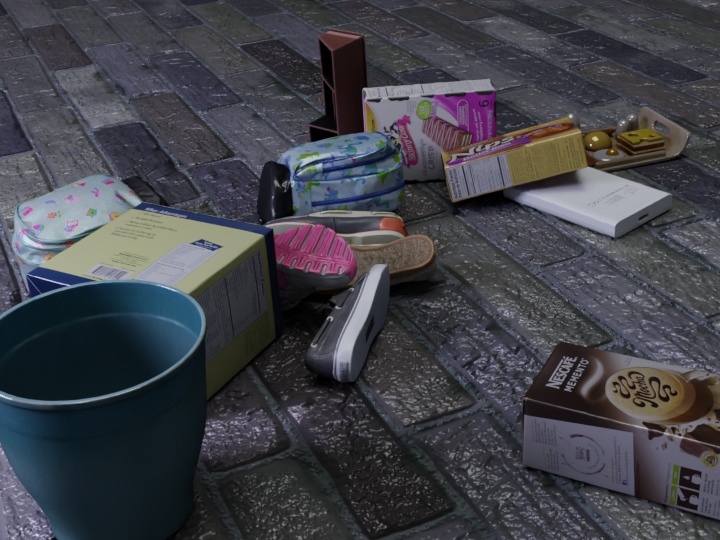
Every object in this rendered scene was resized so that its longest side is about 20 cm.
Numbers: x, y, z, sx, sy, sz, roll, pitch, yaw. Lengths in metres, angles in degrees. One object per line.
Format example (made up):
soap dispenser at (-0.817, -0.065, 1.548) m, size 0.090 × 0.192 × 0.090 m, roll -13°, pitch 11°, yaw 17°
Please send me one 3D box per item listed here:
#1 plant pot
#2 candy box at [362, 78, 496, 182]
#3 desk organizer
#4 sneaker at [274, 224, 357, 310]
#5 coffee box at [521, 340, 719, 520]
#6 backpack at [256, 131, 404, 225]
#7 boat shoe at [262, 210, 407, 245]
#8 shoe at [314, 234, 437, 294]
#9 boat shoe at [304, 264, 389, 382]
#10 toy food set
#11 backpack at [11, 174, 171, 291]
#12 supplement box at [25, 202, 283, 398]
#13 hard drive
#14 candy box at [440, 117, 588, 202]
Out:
plant pot at (-0.225, 0.138, 0.959) m, size 0.197 × 0.190 × 0.201 m, roll -2°, pitch 28°, yaw 1°
candy box at (0.104, -0.208, 1.629) m, size 0.197 × 0.138 × 0.061 m, roll -5°, pitch 26°, yaw 0°
desk organizer at (-0.037, -0.263, 1.682) m, size 0.071 × 0.203 × 0.077 m, roll 18°, pitch 36°, yaw 34°
sneaker at (-0.085, 0.002, 1.295) m, size 0.198 × 0.089 × 0.082 m, roll 5°, pitch 41°, yaw 33°
coffee box at (0.260, 0.144, 1.006) m, size 0.197 × 0.081 × 0.113 m, roll 11°, pitch 32°, yaw 25°
backpack at (-0.035, -0.120, 1.496) m, size 0.197 × 0.156 × 0.163 m, roll 6°, pitch 9°, yaw -12°
boat shoe at (-0.036, -0.048, 1.407) m, size 0.197 × 0.072 × 0.063 m, roll 0°, pitch 41°, yaw -5°
shoe at (0.000, 0.000, 1.349) m, size 0.197 × 0.054 × 0.071 m, roll -6°, pitch 64°, yaw 10°
boat shoe at (-0.015, 0.055, 1.230) m, size 0.065 × 0.071 × 0.201 m, roll 6°, pitch 37°, yaw 14°
toy food set at (0.392, -0.214, 1.688) m, size 0.197 × 0.061 × 0.144 m, roll -12°, pitch 29°, yaw -14°
backpack at (-0.343, -0.042, 1.381) m, size 0.198 × 0.128 × 0.166 m, roll -23°, pitch 37°, yaw -27°
supplement box at (-0.222, 0.037, 1.207) m, size 0.198 × 0.136 × 0.200 m, roll 12°, pitch 31°, yaw 27°
hard drive at (0.319, -0.106, 1.530) m, size 0.131 × 0.027 × 0.199 m, roll -25°, pitch 34°, yaw -34°
candy box at (0.217, -0.160, 1.555) m, size 0.197 × 0.057 × 0.117 m, roll -13°, pitch 17°, yaw 6°
